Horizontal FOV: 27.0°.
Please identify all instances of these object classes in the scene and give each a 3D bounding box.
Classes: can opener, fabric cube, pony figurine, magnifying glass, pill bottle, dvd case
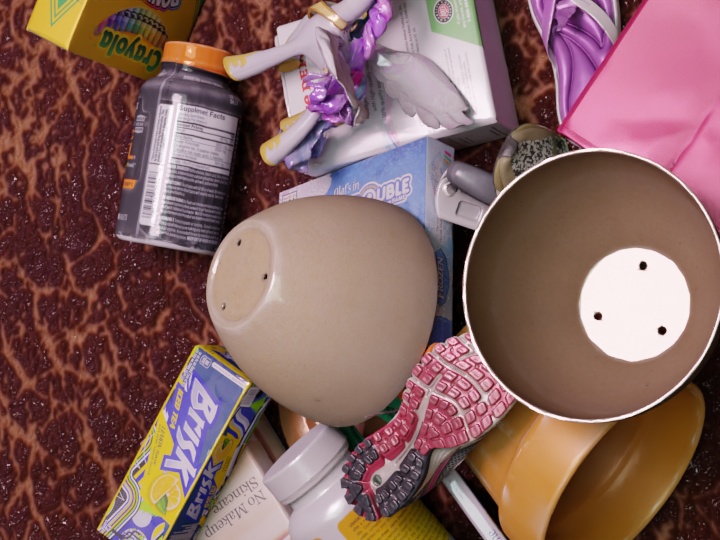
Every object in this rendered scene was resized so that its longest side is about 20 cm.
[{"bbox_3d":[0.157,-0.043,1.317,0.199,0.066,0.053,18,95,-19],"label":"can opener"},{"bbox_3d":[0.313,-0.134,1.238,0.199,0.196,0.200,36,100,20],"label":"fabric cube"},{"bbox_3d":[-0.017,-0.178,1.317,0.200,0.166,0.194,-40,61,32],"label":"pony figurine"},{"bbox_3d":[0.035,0.119,1.317,0.079,0.022,0.200,38,145,4],"label":"magnifying glass"},{"bbox_3d":[-0.174,-0.122,1.476,0.105,0.106,0.202,10,89,21],"label":"pill bottle"},{"bbox_3d":[0.006,0.237,1.348,0.113,0.113,0.200,-40,94,14],"label":"pill bottle"},{"bbox_3d":[0.137,0.259,1.310,0.017,0.143,0.201,-37,74,-1],"label":"dvd case"}]

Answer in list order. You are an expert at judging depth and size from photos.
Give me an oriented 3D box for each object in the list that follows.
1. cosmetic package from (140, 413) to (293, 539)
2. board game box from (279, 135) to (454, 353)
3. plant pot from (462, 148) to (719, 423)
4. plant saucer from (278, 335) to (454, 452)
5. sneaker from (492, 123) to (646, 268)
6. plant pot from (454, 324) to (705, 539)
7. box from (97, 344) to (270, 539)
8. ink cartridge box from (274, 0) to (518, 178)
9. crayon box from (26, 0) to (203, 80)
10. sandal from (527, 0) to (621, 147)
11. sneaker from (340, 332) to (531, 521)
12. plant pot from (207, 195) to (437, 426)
[{"bbox_3d":[-0.111,0.221,1.438,0.103,0.087,0.201,-38,74,14],"label":"cosmetic package"},{"bbox_3d":[0.000,0.000,1.369,0.199,0.043,0.201,-18,61,42],"label":"board game box"},{"bbox_3d":[0.194,0.018,1.151,0.199,0.134,0.202,-4,81,25],"label":"plant pot"},{"bbox_3d":[0.009,0.123,1.425,0.198,0.037,0.202,-1,86,22],"label":"plant saucer"},{"bbox_3d":[0.190,-0.057,1.237,0.088,0.199,0.077,20,81,50],"label":"sneaker"},{"bbox_3d":[0.163,0.130,1.294,0.183,0.200,0.201,39,101,35],"label":"plant pot"},{"bbox_3d":[-0.158,0.171,1.379,0.070,0.064,0.201,32,98,21],"label":"box"},{"bbox_3d":[0.034,-0.179,1.410,0.198,0.084,0.146,-13,81,20],"label":"ink cartridge box"},{"bbox_3d":[-0.220,-0.283,1.454,0.058,0.200,0.174,24,95,20],"label":"crayon box"},{"bbox_3d":[0.199,-0.214,1.366,0.082,0.050,0.204,-16,81,19],"label":"sandal"},{"bbox_3d":[0.065,0.122,1.231,0.200,0.074,0.081,-46,71,23],"label":"sneaker"},{"bbox_3d":[-0.052,0.021,1.277,0.200,0.134,0.202,-23,58,43],"label":"plant pot"}]
